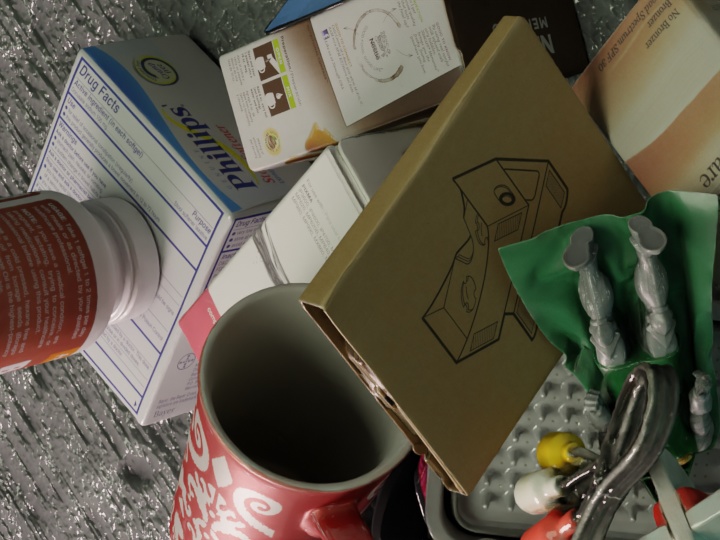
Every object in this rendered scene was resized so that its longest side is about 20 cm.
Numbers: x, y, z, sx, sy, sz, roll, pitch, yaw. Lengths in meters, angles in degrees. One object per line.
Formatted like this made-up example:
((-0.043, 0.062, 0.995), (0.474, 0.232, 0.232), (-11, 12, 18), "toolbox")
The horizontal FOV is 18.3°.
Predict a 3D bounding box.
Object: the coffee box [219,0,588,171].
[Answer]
((0.024, -0.127, 1.373), (0.199, 0.114, 0.080), (-17, 89, 47), "coffee box")

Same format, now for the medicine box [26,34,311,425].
((-0.139, -0.030, 1.570), (0.182, 0.102, 0.201), (46, 128, 27), "medicine box")

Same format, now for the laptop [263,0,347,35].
((0.016, -0.267, 1.341), (0.186, 0.115, 0.202), (-16, 87, 46), "laptop")

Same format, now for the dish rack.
((0.140, 0.090, 1.301), (0.198, 0.044, 0.173), (4, 108, 3), "dish rack")

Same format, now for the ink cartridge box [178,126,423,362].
((0.000, 0.000, 1.405), (0.200, 0.145, 0.085), (-49, 64, 41), "ink cartridge box")

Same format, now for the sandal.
((0.057, 0.121, 1.432), (0.045, 0.075, 0.202), (33, 119, 36), "sandal")

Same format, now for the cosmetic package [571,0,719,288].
((0.218, -0.060, 1.211), (0.201, 0.087, 0.104), (54, 131, 21), "cosmetic package")

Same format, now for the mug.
((-0.051, 0.133, 1.328), (0.200, 0.132, 0.179), (114, 167, -56), "mug")

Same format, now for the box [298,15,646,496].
((0.067, -0.008, 1.192), (0.021, 0.201, 0.164), (13, 149, 47), "box")

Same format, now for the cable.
((0.115, 0.112, 1.162), (0.200, 0.050, 0.098), (108, 175, -68), "cable")

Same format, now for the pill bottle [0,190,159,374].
((-0.233, 0.010, 1.458), (0.112, 0.199, 0.113), (14, 111, 43), "pill bottle")

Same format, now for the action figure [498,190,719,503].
((0.154, 0.056, 1.216), (0.117, 0.055, 0.201), (-11, 129, 10), "action figure")

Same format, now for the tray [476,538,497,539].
((0.111, 0.200, 1.334), (0.107, 0.199, 0.022), (-24, 50, 46), "tray")

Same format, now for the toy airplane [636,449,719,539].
((0.212, 0.156, 1.218), (0.142, 0.198, 0.201), (-91, 6, -56), "toy airplane")
